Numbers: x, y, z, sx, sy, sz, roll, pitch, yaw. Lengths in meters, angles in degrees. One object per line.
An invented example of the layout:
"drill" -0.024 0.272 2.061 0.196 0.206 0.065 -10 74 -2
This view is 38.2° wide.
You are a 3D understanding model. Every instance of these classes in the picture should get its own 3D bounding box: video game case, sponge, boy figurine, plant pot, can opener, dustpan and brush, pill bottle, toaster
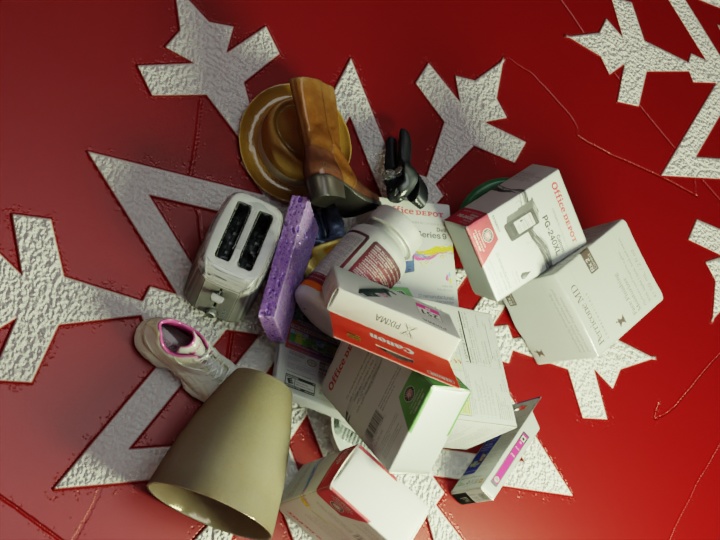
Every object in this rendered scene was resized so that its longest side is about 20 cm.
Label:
"video game case" -0.040 0.147 1.624 0.198 0.023 0.184 23 46 -19
"sponge" -0.108 -0.001 1.569 0.029 0.112 0.202 10 67 10
"boy figurine" -0.048 -0.018 1.677 0.123 0.064 0.202 -10 75 -20
"plant pot" -0.174 0.248 1.464 0.186 0.187 0.201 30 62 -15
"can opener" 0.065 -0.174 1.750 0.079 0.063 0.201 53 17 -35
"dustpan and brush" -0.022 0.234 1.613 0.199 0.057 0.140 29 56 -5
"pill bottle" 0.000 0.000 1.590 0.110 0.109 0.200 45 69 -7
"toaster" -0.184 -0.029 1.568 0.113 0.129 0.201 25 65 -7

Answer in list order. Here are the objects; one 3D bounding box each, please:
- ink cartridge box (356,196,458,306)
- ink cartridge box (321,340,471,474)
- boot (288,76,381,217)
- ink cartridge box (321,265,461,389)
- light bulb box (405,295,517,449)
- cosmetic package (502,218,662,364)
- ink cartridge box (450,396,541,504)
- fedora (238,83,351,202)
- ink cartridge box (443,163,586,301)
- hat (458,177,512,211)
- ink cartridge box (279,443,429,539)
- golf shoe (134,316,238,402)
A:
"ink cartridge box" 0.076 -0.011 1.727 0.144 0.087 0.202 5 69 -25
"ink cartridge box" 0.046 0.171 1.487 0.084 0.200 0.147 10 114 -39
"boot" -0.041 -0.190 1.629 0.187 0.068 0.202 8 66 -52
"ink cartridge box" 0.047 0.075 1.446 0.198 0.174 0.044 23 105 -14
"light bulb box" 0.119 0.164 1.626 0.199 0.124 0.200 13 56 -40
"cosmetic package" 0.381 0.039 1.811 0.199 0.165 0.166 -35 99 -31
"ink cartridge box" 0.231 0.295 1.706 0.037 0.095 0.200 43 60 -9
"fedora" -0.102 -0.213 1.676 0.198 0.082 0.203 1 82 -9
"ink cartridge box" 0.260 -0.065 1.730 0.199 0.083 0.146 -32 110 -16
"hat" 0.250 -0.097 1.880 0.198 0.176 0.168 -1 103 -8
"ink cartridge box" -0.015 0.341 1.506 0.147 0.200 0.086 42 60 -9
"golf shoe" -0.237 0.135 1.522 0.199 0.091 0.076 34 62 -16
